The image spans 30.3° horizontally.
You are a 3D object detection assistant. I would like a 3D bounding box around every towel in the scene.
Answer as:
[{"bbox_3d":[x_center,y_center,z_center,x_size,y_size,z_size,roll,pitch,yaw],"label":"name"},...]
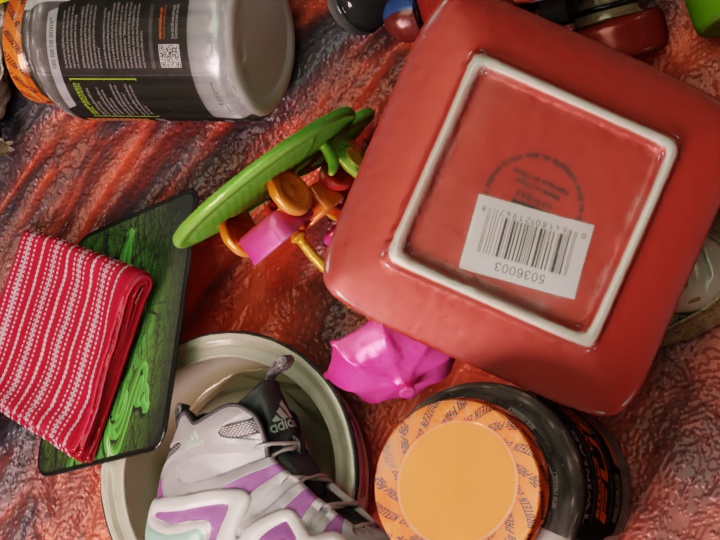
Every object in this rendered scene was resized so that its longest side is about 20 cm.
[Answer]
[{"bbox_3d":[-0.232,0.051,1.006,0.200,0.022,0.145,16,86,49],"label":"towel"}]

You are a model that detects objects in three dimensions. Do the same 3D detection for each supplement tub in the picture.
[{"bbox_3d":[-0.161,-0.174,1.004,0.199,0.122,0.123,4,82,22],"label":"supplement tub"},{"bbox_3d":[0.088,0.132,0.808,0.122,0.200,0.123,-4,80,21],"label":"supplement tub"}]

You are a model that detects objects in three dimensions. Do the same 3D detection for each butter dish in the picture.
[{"bbox_3d":[0.099,-0.038,0.816,0.199,0.148,0.200,24,90,1],"label":"butter dish"}]

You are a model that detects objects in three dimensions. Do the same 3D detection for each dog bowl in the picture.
[{"bbox_3d":[-0.081,0.147,0.944,0.199,0.074,0.201,-4,79,22],"label":"dog bowl"}]

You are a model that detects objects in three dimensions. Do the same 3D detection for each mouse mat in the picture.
[{"bbox_3d":[-0.180,0.046,0.981,0.161,0.008,0.201,-19,58,42],"label":"mouse mat"}]

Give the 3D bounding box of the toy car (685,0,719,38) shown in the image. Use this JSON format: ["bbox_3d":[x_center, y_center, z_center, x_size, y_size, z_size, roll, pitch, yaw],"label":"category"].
[{"bbox_3d":[0.297,-0.265,0.851,0.199,0.158,0.165,-14,78,-10],"label":"toy car"}]

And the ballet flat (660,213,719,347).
[{"bbox_3d":[0.180,0.021,0.862,0.200,0.065,0.071,-32,74,15],"label":"ballet flat"}]

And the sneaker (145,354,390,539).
[{"bbox_3d":[-0.044,0.125,0.850,0.199,0.078,0.140,5,84,23],"label":"sneaker"}]

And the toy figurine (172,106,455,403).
[{"bbox_3d":[0.000,0.000,0.908,0.150,0.200,0.184,-38,89,35],"label":"toy figurine"}]

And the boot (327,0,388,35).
[{"bbox_3d":[0.064,-0.253,0.912,0.200,0.066,0.166,2,80,49],"label":"boot"}]

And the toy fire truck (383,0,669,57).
[{"bbox_3d":[0.105,-0.178,0.862,0.167,0.200,0.113,-14,97,16],"label":"toy fire truck"}]

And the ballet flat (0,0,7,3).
[{"bbox_3d":[-0.249,-0.268,1.066,0.200,0.067,0.067,-35,106,-22],"label":"ballet flat"}]

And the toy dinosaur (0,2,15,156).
[{"bbox_3d":[-0.340,-0.139,1.108,0.200,0.077,0.103,-30,50,23],"label":"toy dinosaur"}]
